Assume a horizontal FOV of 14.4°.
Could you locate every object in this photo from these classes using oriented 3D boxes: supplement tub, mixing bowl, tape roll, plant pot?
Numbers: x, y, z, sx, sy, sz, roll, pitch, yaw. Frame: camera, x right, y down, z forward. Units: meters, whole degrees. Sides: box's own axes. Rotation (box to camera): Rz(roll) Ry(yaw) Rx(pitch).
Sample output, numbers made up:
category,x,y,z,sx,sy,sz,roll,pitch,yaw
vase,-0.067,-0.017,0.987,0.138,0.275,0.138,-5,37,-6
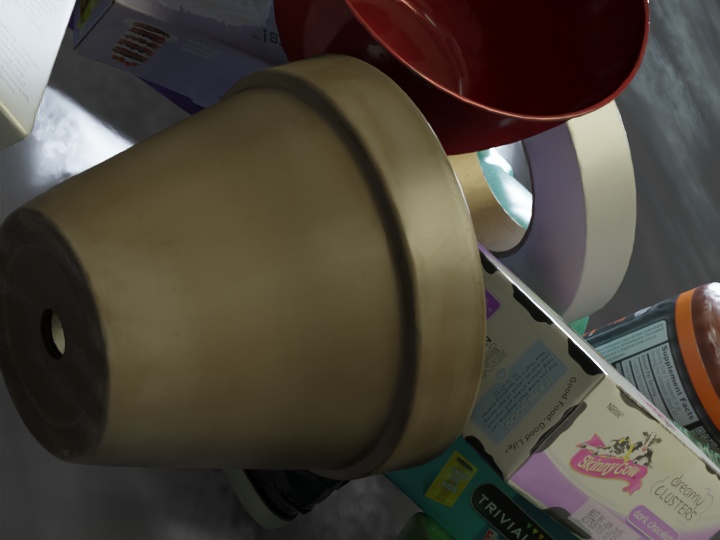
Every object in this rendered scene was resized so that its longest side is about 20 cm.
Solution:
category,x,y,z,sx,sy,sz,roll,pitch,yaw
supplement tub,0.194,0.074,1.782,0.107,0.200,0.107,48,29,-38
mixing bowl,0.033,-0.132,1.415,0.200,0.108,0.200,17,52,-23
tape roll,0.075,-0.063,1.556,0.037,0.203,0.203,-19,85,-28
plant pot,-0.069,0.011,1.298,0.173,0.200,0.200,-12,77,-31

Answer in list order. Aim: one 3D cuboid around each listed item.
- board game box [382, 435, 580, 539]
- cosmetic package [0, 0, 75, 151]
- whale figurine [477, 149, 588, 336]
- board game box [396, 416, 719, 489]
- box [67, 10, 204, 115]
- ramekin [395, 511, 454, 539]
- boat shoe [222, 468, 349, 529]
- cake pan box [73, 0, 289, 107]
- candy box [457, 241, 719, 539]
category,x,y,z,sx,sy,sz,roll,pitch,yaw
board game box,0.076,0.127,1.497,0.200,0.047,0.151,43,3,-17
cosmetic package,-0.192,-0.139,1.329,0.101,0.071,0.200,52,27,-27
whale figurine,0.086,-0.017,1.761,0.159,0.104,0.200,47,30,-37
board game box,0.125,0.120,1.677,0.200,0.135,0.028,30,43,-53
box,-0.122,-0.173,1.548,0.200,0.039,0.137,36,39,-49
ramekin,0.063,0.225,1.413,0.200,0.098,0.200,45,4,-4
boat shoe,-0.060,0.032,1.452,0.199,0.066,0.075,67,23,0
cake pan box,-0.054,-0.160,1.487,0.200,0.052,0.184,22,49,-27
candy box,0.077,0.051,1.405,0.200,0.072,0.168,45,4,40
